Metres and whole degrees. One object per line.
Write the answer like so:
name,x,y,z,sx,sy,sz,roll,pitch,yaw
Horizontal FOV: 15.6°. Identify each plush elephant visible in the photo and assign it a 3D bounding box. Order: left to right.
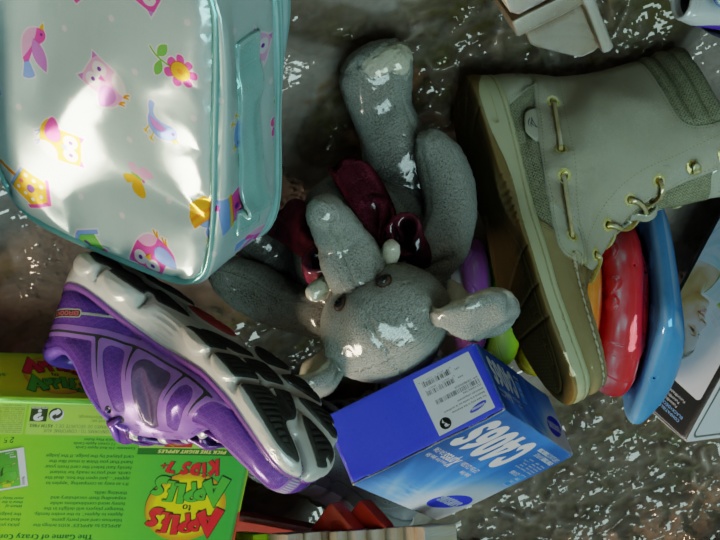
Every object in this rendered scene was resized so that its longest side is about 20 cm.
plush elephant,0.000,0.000,1.451,0.164,0.155,0.200,-28,103,3

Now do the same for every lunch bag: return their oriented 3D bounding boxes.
lunch bag,-0.112,-0.097,1.377,0.077,0.160,0.201,-44,145,-46

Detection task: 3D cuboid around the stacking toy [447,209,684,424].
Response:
stacking toy,0.087,0.020,1.577,0.199,0.110,0.116,1,140,-7

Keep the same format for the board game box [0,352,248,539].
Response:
board game box,-0.162,0.101,1.473,0.199,0.048,0.102,2,120,-19

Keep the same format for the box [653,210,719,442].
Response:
box,0.258,0.006,1.621,0.116,0.060,0.200,-2,126,-46

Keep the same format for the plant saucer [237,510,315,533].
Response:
plant saucer,-0.094,0.220,1.641,0.199,0.037,0.200,10,121,0

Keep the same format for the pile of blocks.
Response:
pile of blocks,-0.025,0.167,1.552,0.199,0.082,0.062,-3,88,1

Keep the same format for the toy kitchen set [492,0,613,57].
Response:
toy kitchen set,0.012,-0.156,1.354,0.180,0.200,0.163,-28,127,0

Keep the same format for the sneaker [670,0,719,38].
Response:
sneaker,0.231,-0.130,1.479,0.146,0.080,0.201,-16,97,-32

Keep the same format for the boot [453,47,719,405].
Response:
boot,0.150,-0.030,1.508,0.154,0.201,0.072,-10,160,-16

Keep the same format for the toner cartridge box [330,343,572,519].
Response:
toner cartridge box,0.054,0.094,1.495,0.095,0.043,0.200,-26,164,10

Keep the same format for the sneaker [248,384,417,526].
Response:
sneaker,-0.010,0.084,1.600,0.116,0.075,0.200,-48,135,9

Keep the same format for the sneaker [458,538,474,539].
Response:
sneaker,0.042,0.226,1.711,0.199,0.077,0.081,9,122,-14

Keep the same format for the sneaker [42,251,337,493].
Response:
sneaker,-0.092,0.067,1.388,0.081,0.200,0.084,19,102,-51
